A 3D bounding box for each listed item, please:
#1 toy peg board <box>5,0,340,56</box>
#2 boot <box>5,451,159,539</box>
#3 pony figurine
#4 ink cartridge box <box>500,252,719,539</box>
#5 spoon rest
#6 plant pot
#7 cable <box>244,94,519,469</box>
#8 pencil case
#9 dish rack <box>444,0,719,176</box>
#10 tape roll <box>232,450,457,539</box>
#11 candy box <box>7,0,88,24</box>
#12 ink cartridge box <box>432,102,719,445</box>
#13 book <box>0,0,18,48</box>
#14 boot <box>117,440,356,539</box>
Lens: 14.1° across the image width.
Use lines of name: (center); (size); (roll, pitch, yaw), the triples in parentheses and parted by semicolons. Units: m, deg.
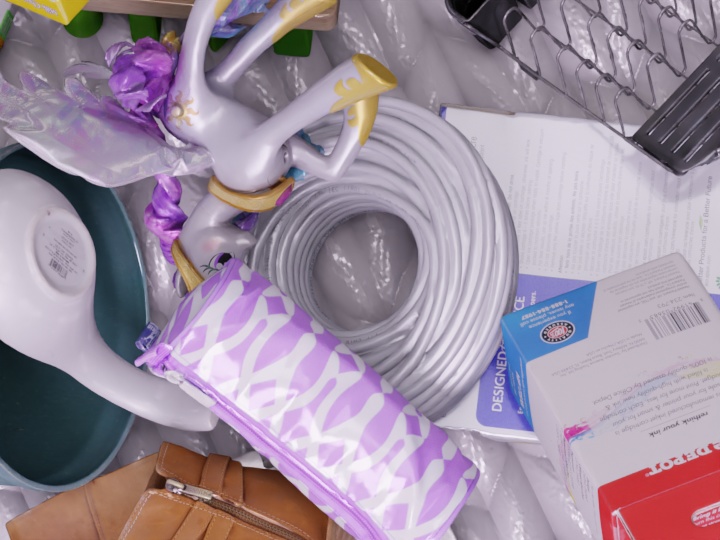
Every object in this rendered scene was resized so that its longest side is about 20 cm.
toy peg board: (-0.102, -0.226, 1.766); (0.199, 0.098, 0.200); (5, 66, 3)
boot: (-0.089, 0.201, 1.680); (0.188, 0.068, 0.200); (-21, 70, 2)
pony figurine: (-0.092, -0.086, 1.639); (0.193, 0.166, 0.200); (41, 113, 10)
ink cartridge box: (0.169, 0.093, 1.609); (0.116, 0.067, 0.200); (-20, 48, -9)
spoon rest: (-0.158, 0.024, 1.636); (0.061, 0.200, 0.100); (-15, 43, 37)
plant pot: (-0.231, 0.029, 1.684); (0.134, 0.200, 0.201); (-3, 80, 29)
cable: (0.000, 0.000, 1.699); (0.200, 0.069, 0.200); (-32, 69, 16)
pencil case: (-0.028, 0.080, 1.602); (0.200, 0.084, 0.086); (39, 42, -6)
dish rack: (0.168, -0.153, 1.720); (0.153, 0.055, 0.200); (-47, 58, -6)
tape roll: (-0.033, 0.203, 1.713); (0.202, 0.037, 0.203); (0, 82, 2)
candy box: (-0.148, -0.230, 1.676); (0.102, 0.026, 0.200); (25, 62, 29)
ink cartridge box: (0.136, 0.008, 1.734); (0.199, 0.047, 0.198); (6, 83, 6)
book: (-0.305, -0.104, 1.767); (0.133, 0.048, 0.200); (23, 84, 3)
boot: (-0.067, 0.186, 1.606); (0.154, 0.200, 0.074); (22, 126, -4)
